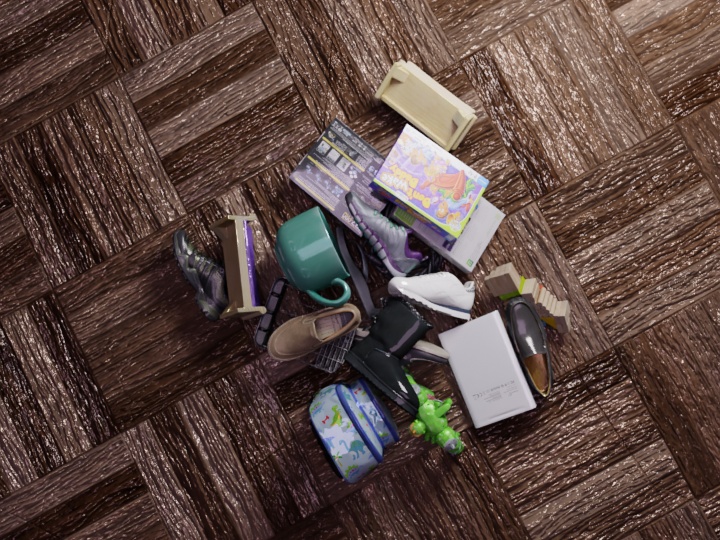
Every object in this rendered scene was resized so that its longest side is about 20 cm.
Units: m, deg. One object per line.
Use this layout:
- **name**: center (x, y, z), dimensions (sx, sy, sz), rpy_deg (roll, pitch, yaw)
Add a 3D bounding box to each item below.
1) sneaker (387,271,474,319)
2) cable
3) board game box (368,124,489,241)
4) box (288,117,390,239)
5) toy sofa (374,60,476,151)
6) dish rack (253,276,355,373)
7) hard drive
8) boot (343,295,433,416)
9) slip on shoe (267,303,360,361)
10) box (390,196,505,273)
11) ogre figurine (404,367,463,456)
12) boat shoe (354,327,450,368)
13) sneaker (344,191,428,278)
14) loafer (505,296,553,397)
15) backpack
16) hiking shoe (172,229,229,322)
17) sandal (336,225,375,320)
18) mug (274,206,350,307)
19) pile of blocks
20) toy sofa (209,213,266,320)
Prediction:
- **sneaker**: center (0.142, 0.037, 1.373), dimensions (0.197, 0.076, 0.082), rpy_deg (17, 88, -30)
- **cable**: center (0.109, -0.068, 1.415), dimensions (0.163, 0.051, 0.201), rpy_deg (41, 88, 5)
- **board game box**: center (0.134, -0.169, 1.349), dimensions (0.198, 0.045, 0.136), rpy_deg (33, 78, -7)
- **box**: center (-0.024, -0.189, 1.431), dimensions (0.199, 0.049, 0.162), rpy_deg (38, 87, 4)
- **toy sofa**: center (0.136, -0.338, 1.420), dimensions (0.199, 0.098, 0.083), rpy_deg (38, 117, 4)
- **dish rack**: center (-0.110, 0.115, 1.415), dimensions (0.197, 0.055, 0.156), rpy_deg (21, 89, 2)
- **hard drive**: center (0.253, 0.198, 1.386), dimensions (0.130, 0.026, 0.203), rpy_deg (-24, 85, 20)
- **boot**: center (0.076, 0.155, 1.307), dimensions (0.197, 0.074, 0.163), rpy_deg (37, 81, 31)
- **slip on shoe**: center (-0.092, 0.121, 1.357), dimensions (0.197, 0.061, 0.077), rpy_deg (-19, 88, 0)
- **box**: center (0.176, -0.111, 1.394), dimensions (0.199, 0.036, 0.145), rpy_deg (36, 78, -8)
- **ogre figurine**: center (0.136, 0.280, 1.358), dimensions (0.097, 0.120, 0.203), rpy_deg (-18, 85, 2)
- **boat shoe**: center (0.081, 0.167, 1.396), dimensions (0.196, 0.073, 0.064), rpy_deg (13, 95, 9)
- **sneaker**: center (0.050, -0.083, 1.362), dimensions (0.087, 0.074, 0.201), rpy_deg (-33, 100, 6)
- **loafer**: center (0.339, 0.151, 1.358), dimensions (0.072, 0.072, 0.203), rpy_deg (-21, 99, 6)
- **backpack**: center (-0.014, 0.297, 1.324), dimensions (0.146, 0.200, 0.185), rpy_deg (-33, 85, 0)
- **hiking shoe**: center (-0.315, -0.001, 1.430), dimensions (0.100, 0.076, 0.202), rpy_deg (-27, 92, -11)
- **sandal**: center (0.000, 0.000, 1.409), dimensions (0.042, 0.076, 0.203), rpy_deg (-23, 96, 3)
- **mug**: center (-0.099, -0.024, 1.361), dimensions (0.113, 0.186, 0.153), rpy_deg (-24, 130, 3)
- **pile of blocks**: center (0.342, 0.054, 1.400), dimensions (0.199, 0.082, 0.062), rpy_deg (37, 46, -4)
- **toy sofa**: center (-0.233, -0.006, 1.384), dimensions (0.096, 0.082, 0.204), rpy_deg (0, 78, -39)
